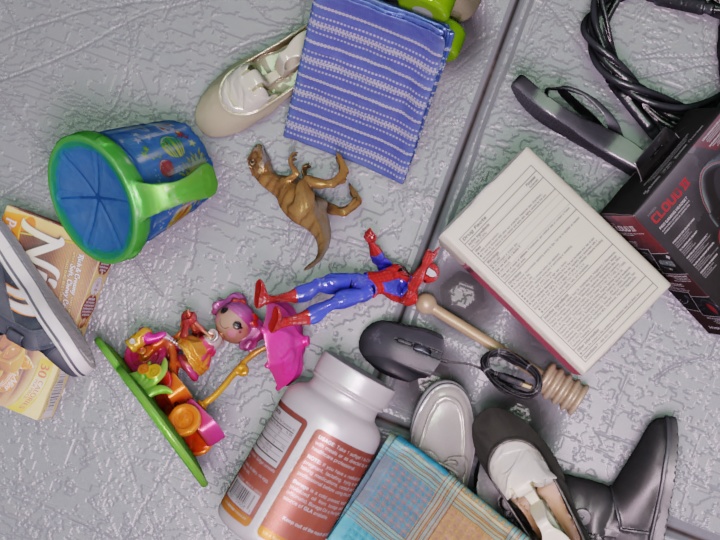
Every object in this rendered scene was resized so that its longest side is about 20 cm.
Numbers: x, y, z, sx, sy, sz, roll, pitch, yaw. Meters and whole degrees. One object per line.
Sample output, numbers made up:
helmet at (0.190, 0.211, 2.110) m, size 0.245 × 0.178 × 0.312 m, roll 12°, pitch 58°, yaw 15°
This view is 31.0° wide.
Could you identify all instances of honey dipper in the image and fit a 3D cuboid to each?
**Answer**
honey dipper at (0.143, 0.083, 1.349) m, size 0.200 × 0.038 × 0.038 m, roll 32°, pitch 90°, yaw 6°

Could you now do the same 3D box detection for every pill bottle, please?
pill bottle at (-0.050, 0.188, 1.318) m, size 0.112 × 0.112 × 0.200 m, roll 31°, pitch 90°, yaw 4°

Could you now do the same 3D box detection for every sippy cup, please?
sippy cup at (-0.225, -0.091, 1.322) m, size 0.178 × 0.130 × 0.140 m, roll 40°, pitch 133°, yaw 21°

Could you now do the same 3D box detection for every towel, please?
towel at (0.004, -0.187, 1.311) m, size 0.145 × 0.024 × 0.200 m, roll 22°, pitch 133°, yaw 5°
towel at (0.072, 0.274, 1.281) m, size 0.200 × 0.022 × 0.147 m, roll 37°, pitch 109°, yaw 20°

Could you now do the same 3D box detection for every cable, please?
cable at (0.323, -0.236, 1.345) m, size 0.163 × 0.051 × 0.200 m, roll -38°, pitch 85°, yaw 1°

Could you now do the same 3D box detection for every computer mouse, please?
computer mouse at (0.090, 0.090, 1.325) m, size 0.200 × 0.034 × 0.059 m, roll 11°, pitch 67°, yaw 19°

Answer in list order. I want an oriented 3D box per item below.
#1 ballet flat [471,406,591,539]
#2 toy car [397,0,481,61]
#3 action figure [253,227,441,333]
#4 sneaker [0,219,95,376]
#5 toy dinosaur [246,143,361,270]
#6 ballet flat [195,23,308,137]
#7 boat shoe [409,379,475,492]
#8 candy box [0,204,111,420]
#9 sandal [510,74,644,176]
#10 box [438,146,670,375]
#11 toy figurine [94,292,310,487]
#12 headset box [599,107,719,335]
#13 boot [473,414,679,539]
ballet flat at (0.175, 0.222, 1.266) m, size 0.068 × 0.068 × 0.200 m, roll -34°, pitch 85°, yaw 8°
toy car at (0.029, -0.332, 1.327) m, size 0.200 × 0.158 × 0.165 m, roll 17°, pitch 76°, yaw 16°
action figure at (0.000, 0.000, 1.307) m, size 0.200 × 0.099 × 0.065 m, roll -9°, pitch 46°, yaw -29°
sneaker at (-0.347, 0.040, 1.305) m, size 0.079 × 0.078 × 0.200 m, roll -37°, pitch 74°, yaw -4°
toy dinosaur at (-0.050, -0.063, 1.338) m, size 0.106 × 0.060 × 0.200 m, roll -28°, pitch 47°, yaw -12°
ballet flat at (-0.092, -0.209, 1.361) m, size 0.200 × 0.069 × 0.070 m, roll -33°, pitch 86°, yaw 2°
boat shoe at (0.080, 0.213, 1.325) m, size 0.071 × 0.070 × 0.200 m, roll 11°, pitch 89°, yaw -5°
candy box at (-0.349, 0.044, 1.370) m, size 0.115 × 0.055 × 0.200 m, roll 21°, pitch 88°, yaw 4°
sandal at (0.243, -0.148, 1.338) m, size 0.200 × 0.076 × 0.043 m, roll 31°, pitch 91°, yaw -6°
box at (0.192, -0.007, 1.313) m, size 0.200 × 0.109 × 0.128 m, roll 45°, pitch 90°, yaw 5°
toy figurine at (-0.147, 0.091, 1.340) m, size 0.184 × 0.150 × 0.200 m, roll -37°, pitch 61°, yaw -12°
headset box at (0.346, -0.054, 1.282) m, size 0.200 × 0.075 × 0.149 m, roll 45°, pitch 79°, yaw -14°
boot at (0.216, 0.215, 1.329) m, size 0.200 × 0.066 × 0.165 m, roll 9°, pitch 85°, yaw 9°
